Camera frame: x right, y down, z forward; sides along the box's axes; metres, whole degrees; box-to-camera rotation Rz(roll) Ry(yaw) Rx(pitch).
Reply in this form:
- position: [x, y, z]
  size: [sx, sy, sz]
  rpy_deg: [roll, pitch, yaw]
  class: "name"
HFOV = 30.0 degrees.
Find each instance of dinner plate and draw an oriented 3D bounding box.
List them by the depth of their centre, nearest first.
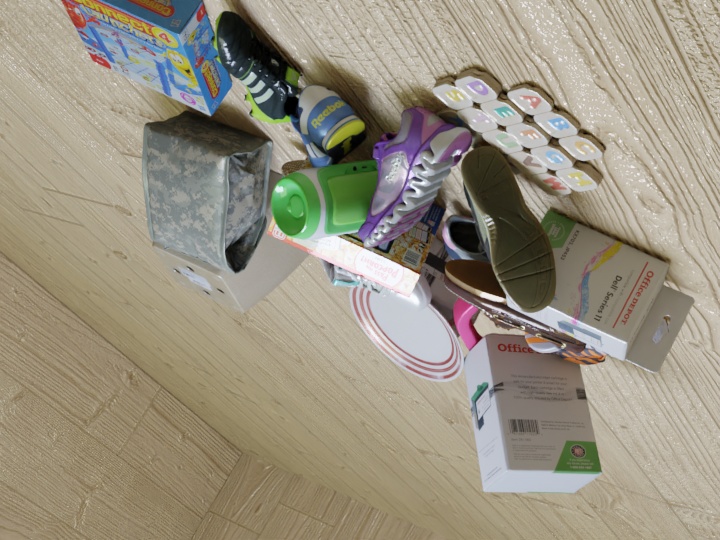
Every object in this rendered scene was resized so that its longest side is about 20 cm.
- position: [0.069, 0.078, 1.910]
  size: [0.200, 0.024, 0.200]
  rpy_deg: [31, 147, 23]
  class: "dinner plate"

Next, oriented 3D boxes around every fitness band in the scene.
- position: [0.205, 0.068, 1.836]
  size: [0.143, 0.037, 0.200]
  rpy_deg: [-17, 147, 10]
  class: "fitness band"

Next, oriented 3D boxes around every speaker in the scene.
- position: [-0.010, -0.089, 1.647]
  size: [0.200, 0.089, 0.088]
  rpy_deg: [-11, -165, -40]
  class: "speaker"

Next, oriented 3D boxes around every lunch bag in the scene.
- position: [-0.223, -0.107, 1.933]
  size: [0.164, 0.118, 0.200]
  rpy_deg: [21, 118, 28]
  class: "lunch bag"

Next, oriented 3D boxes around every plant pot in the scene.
- position: [-0.207, -0.054, 2.082]
  size: [0.200, 0.177, 0.200]
  rpy_deg: [24, 162, 22]
  class: "plant pot"

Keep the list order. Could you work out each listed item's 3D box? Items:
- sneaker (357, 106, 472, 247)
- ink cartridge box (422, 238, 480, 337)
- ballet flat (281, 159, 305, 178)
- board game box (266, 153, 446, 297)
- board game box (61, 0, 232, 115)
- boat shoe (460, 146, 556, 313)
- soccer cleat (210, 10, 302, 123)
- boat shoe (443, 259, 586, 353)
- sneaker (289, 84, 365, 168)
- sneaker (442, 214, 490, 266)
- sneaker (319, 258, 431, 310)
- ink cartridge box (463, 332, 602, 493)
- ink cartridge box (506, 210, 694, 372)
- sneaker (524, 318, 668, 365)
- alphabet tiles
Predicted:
- position: [0.047, -0.113, 1.567]
  size: [0.088, 0.080, 0.200]
  rpy_deg: [45, 127, 15]
  class: "sneaker"
- position: [0.080, 0.008, 1.936]
  size: [0.200, 0.084, 0.144]
  rpy_deg: [32, 162, -1]
  class: "ink cartridge box"
- position: [-0.013, -0.108, 1.836]
  size: [0.200, 0.071, 0.065]
  rpy_deg: [29, 135, -4]
  class: "ballet flat"
- position: [-0.002, -0.064, 1.734]
  size: [0.200, 0.152, 0.046]
  rpy_deg: [25, 129, 1]
  class: "board game box"
- position: [-0.278, -0.305, 1.719]
  size: [0.200, 0.056, 0.196]
  rpy_deg: [26, 162, 17]
  class: "board game box"
- position: [0.171, -0.050, 1.552]
  size: [0.066, 0.072, 0.201]
  rpy_deg: [-85, -29, -83]
  class: "boat shoe"
- position: [-0.118, -0.246, 1.626]
  size: [0.081, 0.068, 0.200]
  rpy_deg: [4, 154, 20]
  class: "soccer cleat"
- position: [0.193, 0.047, 1.677]
  size: [0.200, 0.070, 0.070]
  rpy_deg: [22, 126, 19]
  class: "boat shoe"
- position: [-0.043, -0.177, 1.663]
  size: [0.082, 0.074, 0.200]
  rpy_deg: [47, 169, 4]
  class: "sneaker"
- position: [0.189, -0.016, 1.716]
  size: [0.200, 0.070, 0.082]
  rpy_deg: [19, 160, 29]
  class: "sneaker"
- position: [0.000, 0.000, 1.789]
  size: [0.200, 0.089, 0.075]
  rpy_deg: [39, 142, 0]
  class: "sneaker"
- position: [0.232, 0.195, 1.830]
  size: [0.146, 0.200, 0.084]
  rpy_deg: [5, 149, -21]
  class: "ink cartridge box"
- position: [0.286, 0.025, 1.591]
  size: [0.200, 0.117, 0.067]
  rpy_deg: [25, 163, 17]
  class: "ink cartridge box"
- position: [0.328, 0.084, 1.778]
  size: [0.200, 0.078, 0.112]
  rpy_deg: [1, 168, 36]
  class: "sneaker"
- position: [0.172, -0.149, 1.479]
  size: [0.200, 0.015, 0.196]
  rpy_deg: [39, 161, -21]
  class: "alphabet tiles"
